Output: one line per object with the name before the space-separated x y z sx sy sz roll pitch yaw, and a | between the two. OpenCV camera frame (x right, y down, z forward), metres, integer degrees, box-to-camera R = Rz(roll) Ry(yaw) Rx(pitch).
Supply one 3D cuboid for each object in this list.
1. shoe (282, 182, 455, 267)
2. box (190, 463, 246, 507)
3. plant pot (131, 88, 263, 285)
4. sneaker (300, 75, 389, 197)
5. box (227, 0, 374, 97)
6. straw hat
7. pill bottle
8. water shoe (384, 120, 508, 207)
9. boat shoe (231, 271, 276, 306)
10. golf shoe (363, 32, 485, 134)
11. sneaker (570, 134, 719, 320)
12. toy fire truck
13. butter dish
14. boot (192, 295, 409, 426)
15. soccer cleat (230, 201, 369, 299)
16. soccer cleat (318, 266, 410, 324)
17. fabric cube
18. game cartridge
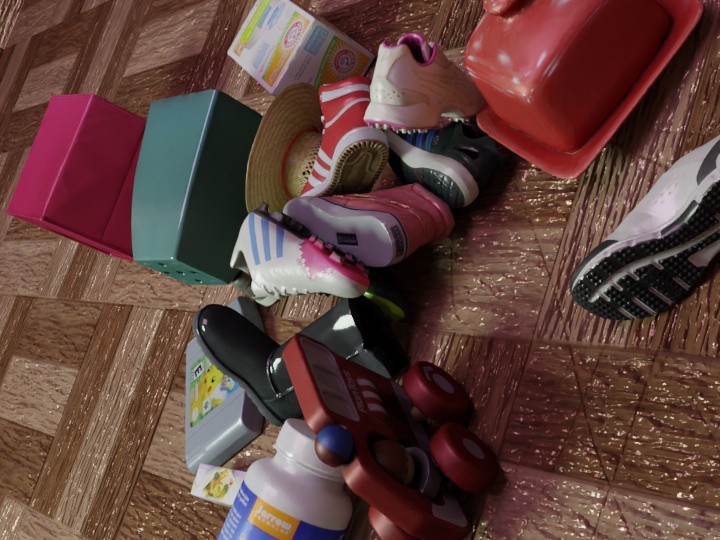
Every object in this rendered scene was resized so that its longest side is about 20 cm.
shoe | 0.006 -0.049 1.216 0.199 0.090 0.072 11 116 52
box | -0.120 0.243 1.274 0.199 0.041 0.039 -3 66 54
plant pot | -0.190 -0.091 1.411 0.141 0.141 0.202 -1 69 46
sneaker | -0.025 -0.129 1.281 0.200 0.071 0.113 131 140 -52
box | -0.081 -0.283 1.530 0.113 0.101 0.200 -57 32 11
straw hat | -0.053 -0.119 1.371 0.084 0.201 0.203 17 80 18
pill bottle | -0.075 0.251 1.125 0.112 0.111 0.202 29 96 58
water shoe | 0.086 -0.119 1.225 0.079 0.072 0.200 -36 30 -9
boat shoe | -0.124 -0.054 1.470 0.072 0.060 0.203 -32 44 41
golf shoe | 0.075 -0.192 1.168 0.075 0.200 0.093 9 108 29
sneaker | 0.249 -0.036 0.923 0.200 0.074 0.080 -39 25 27
toy fire truck | 0.016 0.150 1.021 0.112 0.167 0.201 -50 34 20
butter dish | 0.170 -0.215 1.063 0.201 0.147 0.199 -53 32 5
boot | -0.065 0.072 1.210 0.199 0.165 0.066 -28 20 47
soccer cleat | -0.063 0.002 1.177 0.200 0.070 0.087 33 95 50
soccer cleat | 0.000 0.000 1.253 0.081 0.067 0.200 -53 31 -7
fabric cube | -0.398 -0.139 1.800 0.196 0.199 0.201 9 77 56
game cartridge | -0.164 0.133 1.422 0.133 0.040 0.201 -38 40 29
